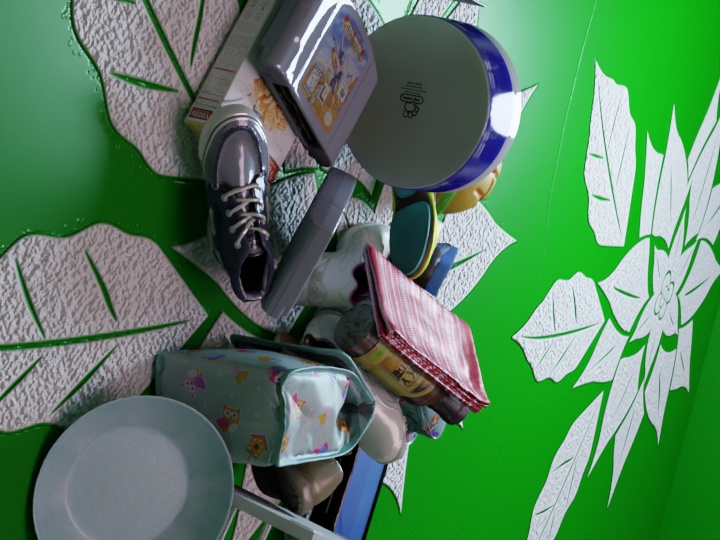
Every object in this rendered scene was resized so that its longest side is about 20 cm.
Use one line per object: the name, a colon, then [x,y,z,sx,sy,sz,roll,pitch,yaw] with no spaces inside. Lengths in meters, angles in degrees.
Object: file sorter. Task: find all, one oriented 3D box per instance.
file sorter: [-0.133,0.294,1.462,0.125,0.199,0.139,-65,157,-7]

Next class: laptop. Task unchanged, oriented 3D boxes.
laptop: [-0.006,0.306,1.801,0.200,0.103,0.178,-177,-76,-78]

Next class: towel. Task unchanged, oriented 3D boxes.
towel: [0.077,0.068,1.622,0.200,0.022,0.145,39,28,-38]

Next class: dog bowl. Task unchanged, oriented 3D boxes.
dog bowl: [0.078,-0.190,1.601,0.079,0.200,0.201,-2,106,-58]

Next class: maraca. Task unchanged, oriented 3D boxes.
maraca: [0.133,-0.155,1.823,0.137,0.107,0.200,-50,-166,49]

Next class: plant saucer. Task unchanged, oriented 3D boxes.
plant saucer: [-0.224,0.215,1.368,0.200,0.039,0.202,-5,102,-25]

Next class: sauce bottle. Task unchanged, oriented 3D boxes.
sauce bottle: [0.055,0.114,1.628,0.200,0.065,0.065,39,68,-34]

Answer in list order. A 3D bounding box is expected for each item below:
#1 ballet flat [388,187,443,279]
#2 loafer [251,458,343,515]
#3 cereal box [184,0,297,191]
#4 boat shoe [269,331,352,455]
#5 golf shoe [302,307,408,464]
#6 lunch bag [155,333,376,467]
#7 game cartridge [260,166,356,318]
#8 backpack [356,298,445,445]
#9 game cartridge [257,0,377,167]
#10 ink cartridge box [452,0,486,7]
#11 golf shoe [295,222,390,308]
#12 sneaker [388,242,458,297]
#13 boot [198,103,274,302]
ballet flat: [0.071,-0.077,1.719,0.067,0.067,0.201,25,52,-49]
loafer: [-0.076,0.215,1.550,0.067,0.200,0.076,-16,109,-19]
cereal box: [-0.096,-0.196,1.451,0.201,0.039,0.144,-65,151,-16]
boat shoe: [-0.071,0.156,1.648,0.072,0.066,0.201,-100,165,-48]
golf shoe: [-0.016,0.144,1.634,0.201,0.078,0.097,64,29,-3]
lunch bag: [-0.097,0.136,1.482,0.200,0.170,0.122,-3,97,-60]
game cartridge: [-0.051,-0.039,1.501,0.134,0.040,0.200,-57,-175,19]
backpack: [0.044,0.111,1.762,0.200,0.150,0.178,56,50,-47]
game cartridge: [-0.039,-0.213,1.467,0.133,0.041,0.200,-60,152,-16]
ink cartridge box: [0.007,-0.321,1.405,0.196,0.199,0.043,8,97,-63]
golf shoe: [0.000,0.000,1.676,0.200,0.091,0.076,-36,133,-51]
sneaker: [0.079,-0.015,1.833,0.070,0.078,0.200,-61,179,5]
boot: [-0.113,-0.064,1.386,0.073,0.090,0.200,-16,139,-15]
